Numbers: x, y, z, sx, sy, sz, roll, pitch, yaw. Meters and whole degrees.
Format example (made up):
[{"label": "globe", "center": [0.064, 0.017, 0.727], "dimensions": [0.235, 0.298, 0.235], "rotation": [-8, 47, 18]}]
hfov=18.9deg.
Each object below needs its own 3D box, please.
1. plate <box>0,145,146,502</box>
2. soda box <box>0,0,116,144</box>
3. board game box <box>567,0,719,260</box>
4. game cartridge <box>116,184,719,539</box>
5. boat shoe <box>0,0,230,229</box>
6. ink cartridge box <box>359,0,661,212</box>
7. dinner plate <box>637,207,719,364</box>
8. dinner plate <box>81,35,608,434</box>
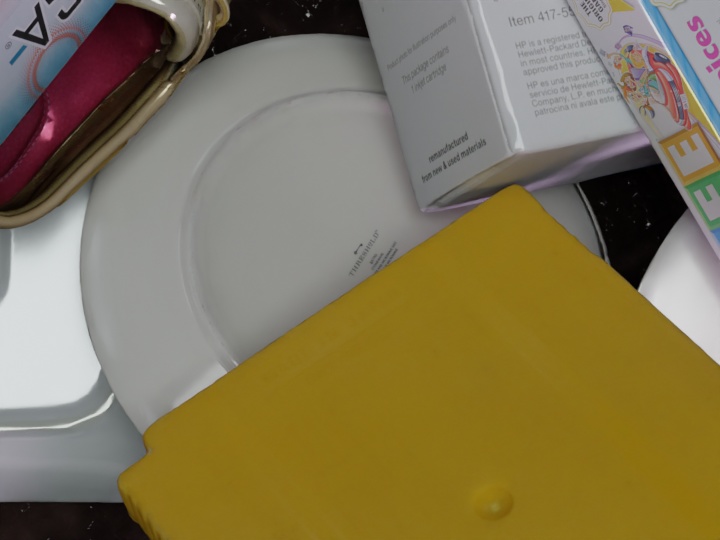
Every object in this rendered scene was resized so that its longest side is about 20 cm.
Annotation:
[{"label": "plate", "center": [-0.159, -0.012, 0.802], "dimensions": [0.199, 0.032, 0.200], "rotation": [-1, 86, -6]}, {"label": "soda box", "center": [-0.106, -0.122, 0.697], "dimensions": [0.064, 0.068, 0.200], "rotation": [34, 81, 26]}, {"label": "board game box", "center": [0.169, -0.049, 0.734], "dimensions": [0.134, 0.034, 0.200], "rotation": [-31, 92, -28]}, {"label": "game cartridge", "center": [0.043, 0.080, 0.678], "dimensions": [0.176, 0.032, 0.200], "rotation": [-33, 52, -15]}, {"label": "boat shoe", "center": [-0.077, -0.093, 0.754], "dimensions": [0.074, 0.069, 0.200], "rotation": [38, 87, -33]}, {"label": "ink cartridge box", "center": [0.072, -0.137, 0.777], "dimensions": [0.146, 0.086, 0.200], "rotation": [-12, 81, -26]}, {"label": "dinner plate", "center": [0.178, 0.049, 0.769], "dimensions": [0.200, 0.024, 0.200], "rotation": [-3, 97, -24]}, {"label": "dinner plate", "center": [0.000, 0.000, 0.783], "dimensions": [0.200, 0.024, 0.200], "rotation": [6, 67, -14]}]
